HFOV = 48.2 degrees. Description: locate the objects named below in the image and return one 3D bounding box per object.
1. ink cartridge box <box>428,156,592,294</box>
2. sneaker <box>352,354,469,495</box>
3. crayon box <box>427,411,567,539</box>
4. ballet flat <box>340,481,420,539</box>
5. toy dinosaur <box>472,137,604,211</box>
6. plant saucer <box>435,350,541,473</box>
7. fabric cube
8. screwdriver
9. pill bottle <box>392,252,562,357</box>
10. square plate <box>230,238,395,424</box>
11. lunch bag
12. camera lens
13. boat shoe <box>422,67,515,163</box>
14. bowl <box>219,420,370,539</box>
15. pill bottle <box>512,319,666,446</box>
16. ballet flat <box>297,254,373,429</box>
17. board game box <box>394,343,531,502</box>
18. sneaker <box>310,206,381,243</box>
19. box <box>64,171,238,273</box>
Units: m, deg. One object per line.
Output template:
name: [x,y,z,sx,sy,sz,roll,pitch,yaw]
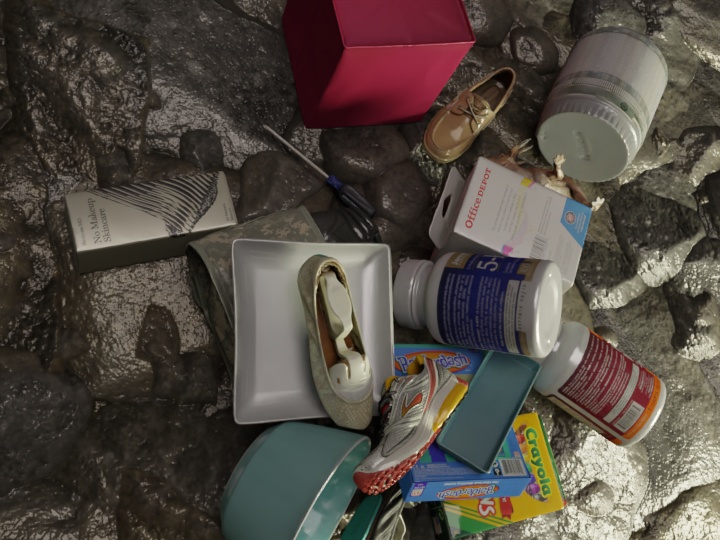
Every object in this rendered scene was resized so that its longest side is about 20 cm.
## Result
ink cartridge box: [0.192,-0.048,1.110,0.197,0.126,0.130,25,63,-1]
sneaker: [0.043,0.168,0.891,0.082,0.078,0.200,39,40,7]
crayon box: [0.177,0.259,1.034,0.197,0.051,0.129,-8,72,-22]
ballet flat: [0.033,0.277,0.967,0.069,0.067,0.201,51,46,-20]
toy dinosaur: [0.277,-0.127,1.208,0.199,0.136,0.086,33,100,-28]
plant saucer: [0.158,0.163,0.979,0.069,0.019,0.200,29,44,12]
fabric cube: [0.014,-0.340,1.128,0.193,0.200,0.203,-8,72,-20]
screwdriver: [-0.056,-0.141,1.118,0.199,0.029,0.028,42,62,-6]
pill bottle: [0.146,0.039,1.026,0.197,0.120,0.121,6,60,28]
square plate: [-0.053,0.067,0.917,0.197,0.028,0.202,1,84,-25]
lunch bag: [-0.108,0.031,0.988,0.162,0.117,0.203,-20,81,-26]
camera lens: [0.373,-0.259,1.239,0.159,0.160,0.202,32,63,-4]
boat shoe: [0.164,-0.241,1.215,0.071,0.065,0.200,41,62,0]
bowl: [-0.081,0.247,0.888,0.104,0.202,0.202,28,61,16]
pill bottle: [0.301,0.140,1.089,0.199,0.110,0.110,34,63,-3]
ballet flat: [-0.024,0.081,0.879,0.067,0.062,0.203,-18,92,-26]
board game box: [0.106,0.181,0.989,0.149,0.045,0.202,3,45,-16]
sneaker: [0.000,0.000,1.063,0.098,0.071,0.202,-23,78,-26]
box: [-0.259,-0.061,0.999,0.197,0.068,0.083,-13,73,-23]
